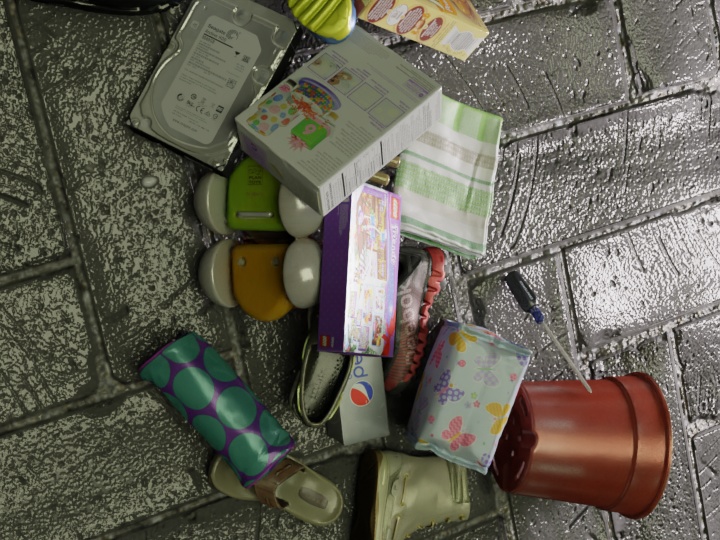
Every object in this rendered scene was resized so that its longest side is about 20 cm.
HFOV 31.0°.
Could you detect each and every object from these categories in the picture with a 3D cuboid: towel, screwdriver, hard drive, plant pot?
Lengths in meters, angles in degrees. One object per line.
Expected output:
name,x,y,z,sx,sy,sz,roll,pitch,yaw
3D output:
towel,0.116,-0.128,1.703,0.148,0.031,0.202,18,74,-27
screwdriver,0.252,0.083,1.749,0.029,0.201,0.028,5,137,-48
hard drive,-0.171,-0.228,1.537,0.139,0.038,0.202,27,82,13
plant pot,0.288,0.231,1.764,0.193,0.201,0.204,6,93,-17

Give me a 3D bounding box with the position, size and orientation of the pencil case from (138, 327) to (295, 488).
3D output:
pencil case,-0.172,0.166,1.565,0.200,0.092,0.085,48,48,-2

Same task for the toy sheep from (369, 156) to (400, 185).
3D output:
toy sheep,-0.010,-0.185,1.610,0.137,0.138,0.202,24,60,-25

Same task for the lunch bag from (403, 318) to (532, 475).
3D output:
lunch bag,0.135,0.155,1.669,0.126,0.200,0.171,21,88,-6

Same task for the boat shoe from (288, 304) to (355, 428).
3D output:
boat shoe,-0.036,0.094,1.593,0.071,0.060,0.204,15,93,-15

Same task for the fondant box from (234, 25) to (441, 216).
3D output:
fondant box,-0.023,-0.176,1.495,0.200,0.144,0.059,-40,153,-22

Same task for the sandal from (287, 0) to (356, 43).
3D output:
sandal,-0.062,-0.345,1.555,0.079,0.201,0.087,-34,154,5

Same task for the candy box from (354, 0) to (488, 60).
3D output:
candy box,0.058,-0.339,1.600,0.199,0.116,0.055,13,131,-45

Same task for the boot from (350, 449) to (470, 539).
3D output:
boot,0.068,0.339,1.729,0.153,0.072,0.203,4,93,-28

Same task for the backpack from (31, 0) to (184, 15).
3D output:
backpack,-0.277,-0.376,1.446,0.198,0.162,0.170,8,88,-24

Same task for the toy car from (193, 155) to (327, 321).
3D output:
toy car,-0.100,-0.045,1.579,0.150,0.173,0.203,-16,105,-59

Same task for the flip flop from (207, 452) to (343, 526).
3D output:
flip flop,-0.101,0.273,1.648,0.199,0.057,0.082,30,82,-25

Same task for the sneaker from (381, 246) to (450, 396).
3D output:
sneaker,0.047,0.059,1.690,0.097,0.071,0.203,16,86,-26

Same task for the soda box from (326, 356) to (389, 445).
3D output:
soda box,-0.014,0.117,1.670,0.067,0.063,0.203,-10,100,-21

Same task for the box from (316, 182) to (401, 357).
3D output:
box,0.000,0.000,1.546,0.136,0.039,0.203,14,78,-62
